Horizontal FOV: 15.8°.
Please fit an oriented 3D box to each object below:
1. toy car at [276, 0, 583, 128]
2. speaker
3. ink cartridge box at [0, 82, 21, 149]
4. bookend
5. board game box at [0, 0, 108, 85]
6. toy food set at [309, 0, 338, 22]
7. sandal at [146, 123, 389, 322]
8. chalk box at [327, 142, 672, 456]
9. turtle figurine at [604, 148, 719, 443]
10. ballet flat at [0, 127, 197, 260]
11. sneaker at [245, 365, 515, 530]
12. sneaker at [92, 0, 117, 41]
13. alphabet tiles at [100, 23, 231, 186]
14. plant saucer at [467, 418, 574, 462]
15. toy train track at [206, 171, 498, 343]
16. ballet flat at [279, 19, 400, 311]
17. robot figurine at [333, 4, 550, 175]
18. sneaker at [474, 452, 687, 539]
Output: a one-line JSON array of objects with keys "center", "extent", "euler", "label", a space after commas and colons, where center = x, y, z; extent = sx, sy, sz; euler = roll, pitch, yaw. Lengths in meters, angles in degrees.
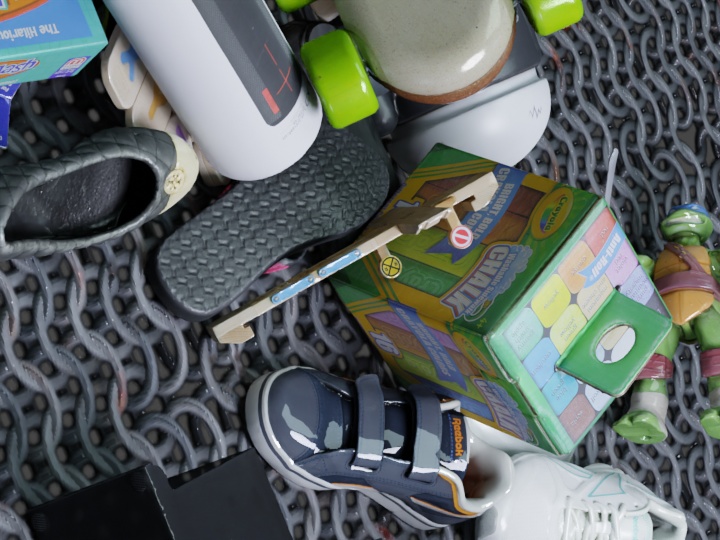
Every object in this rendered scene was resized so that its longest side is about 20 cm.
[{"center": [0.041, -0.157, 1.603], "extent": [0.200, 0.164, 0.158], "euler": [63, 3, -73], "label": "toy car"}, {"center": [-0.091, -0.138, 1.489], "extent": [0.200, 0.081, 0.082], "euler": [60, 30, -51], "label": "speaker"}, {"center": [-0.226, -0.173, 1.453], "extent": [0.094, 0.037, 0.201], "euler": [19, 60, -31], "label": "ink cartridge box"}, {"center": [-0.062, 0.187, 1.463], "extent": [0.198, 0.092, 0.201], "euler": [-25, 93, -57], "label": "bookend"}, {"center": [-0.240, -0.193, 1.398], "extent": [0.152, 0.045, 0.201], "euler": [-14, 77, -40], "label": "board game box"}, {"center": [-0.068, -0.259, 1.626], "extent": [0.144, 0.060, 0.200], "euler": [62, -1, 27], "label": "toy food set"}, {"center": [-0.062, -0.029, 1.609], "extent": [0.200, 0.045, 0.075], "euler": [-35, 87, -37], "label": "sandal"}, {"center": [0.103, 0.022, 1.630], "extent": [0.125, 0.200, 0.124], "euler": [-50, 130, -19], "label": "chalk box"}, {"center": [0.236, 0.018, 1.915], "extent": [0.143, 0.200, 0.195], "euler": [9, 66, -14], "label": "turtle figurine"}, {"center": [-0.157, -0.035, 1.449], "extent": [0.200, 0.057, 0.067], "euler": [-20, 123, -49], "label": "ballet flat"}, {"center": [0.017, 0.105, 1.626], "extent": [0.200, 0.079, 0.079], "euler": [26, 55, -44], "label": "sneaker"}, {"center": [-0.167, -0.219, 1.550], "extent": [0.075, 0.076, 0.201], "euler": [67, 33, -71], "label": "sneaker"}, {"center": [-0.104, -0.150, 1.574], "extent": [0.200, 0.015, 0.196], "euler": [67, 32, -44], "label": "alphabet tiles"}, {"center": [0.110, 0.052, 1.801], "extent": [0.200, 0.050, 0.201], "euler": [29, 51, -44], "label": "plant saucer"}, {"center": [0.000, 0.000, 1.586], "extent": [0.199, 0.115, 0.033], "euler": [-29, 98, -12], "label": "toy train track"}, {"center": [-0.016, -0.066, 1.696], "extent": [0.066, 0.057, 0.201], "euler": [-17, 94, -42], "label": "ballet flat"}, {"center": [0.050, -0.157, 1.763], "extent": [0.125, 0.150, 0.201], "euler": [-151, -141, -86], "label": "robot figurine"}, {"center": [0.153, 0.165, 1.763], "extent": [0.200, 0.080, 0.071], "euler": [2, 102, -51], "label": "sneaker"}]
